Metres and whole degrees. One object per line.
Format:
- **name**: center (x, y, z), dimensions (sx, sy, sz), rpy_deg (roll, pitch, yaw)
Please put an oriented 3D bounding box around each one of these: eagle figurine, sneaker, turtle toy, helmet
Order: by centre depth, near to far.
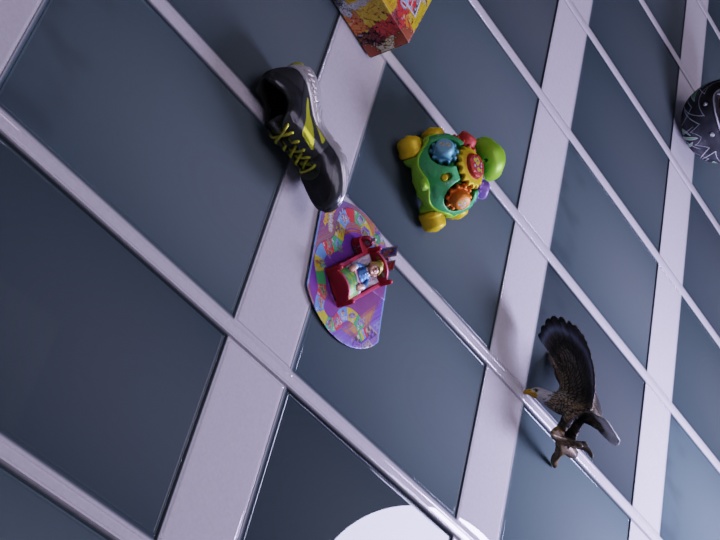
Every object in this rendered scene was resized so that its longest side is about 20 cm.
- **sneaker**: center (-0.082, -0.167, 1.553), dimensions (0.084, 0.074, 0.202), rpy_deg (-12, 79, -48)
- **turtle toy**: center (0.145, -0.150, 1.815), dimensions (0.199, 0.100, 0.147), rpy_deg (-28, 101, -53)
- **eagle figurine**: center (0.334, 0.192, 1.939), dimensions (0.150, 0.151, 0.202), rpy_deg (29, 59, -21)
- **helmet**: center (0.805, -0.331, 2.692), dimensions (0.200, 0.189, 0.202), rpy_deg (-24, 90, -88)

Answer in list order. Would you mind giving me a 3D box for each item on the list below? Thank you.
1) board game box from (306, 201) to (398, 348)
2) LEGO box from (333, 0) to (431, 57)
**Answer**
- **board game box**: center (0.000, 0.000, 1.620), dimensions (0.158, 0.039, 0.202), rpy_deg (38, 50, -40)
- **LEGO box**: center (0.035, -0.437, 1.784), dimensions (0.149, 0.077, 0.201), rpy_deg (53, 42, -28)
